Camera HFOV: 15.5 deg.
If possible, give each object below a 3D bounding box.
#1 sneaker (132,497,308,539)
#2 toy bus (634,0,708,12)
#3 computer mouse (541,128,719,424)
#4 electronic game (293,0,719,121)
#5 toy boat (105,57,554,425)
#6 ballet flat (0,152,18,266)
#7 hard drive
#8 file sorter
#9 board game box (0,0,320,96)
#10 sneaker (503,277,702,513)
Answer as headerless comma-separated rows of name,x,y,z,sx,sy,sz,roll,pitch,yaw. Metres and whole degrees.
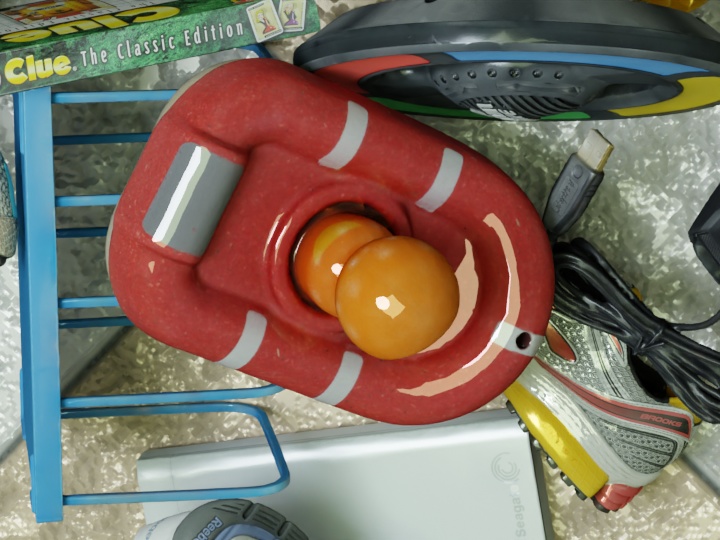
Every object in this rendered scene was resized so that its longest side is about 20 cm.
sneaker,-0.026,0.168,1.269,0.200,0.087,0.075,41,68,-26
toy bus,0.110,-0.238,1.150,0.192,0.136,0.201,29,107,19
computer mouse,0.166,-0.036,1.159,0.140,0.046,0.200,32,122,0
electronic game,0.070,-0.087,1.152,0.199,0.200,0.042,1,85,11
toy boat,0.000,0.000,1.116,0.199,0.131,0.131,22,98,-31
ballet flat,-0.250,-0.031,1.180,0.199,0.068,0.076,-3,83,6
hard drive,-0.003,0.143,1.314,0.199,0.026,0.132,-7,103,13
file sorter,-0.098,-0.004,1.229,0.122,0.139,0.201,-3,105,-9
board game box,-0.129,-0.102,1.158,0.199,0.105,0.024,-13,110,-22
sneaker,0.086,0.016,1.244,0.082,0.078,0.200,-39,104,13
